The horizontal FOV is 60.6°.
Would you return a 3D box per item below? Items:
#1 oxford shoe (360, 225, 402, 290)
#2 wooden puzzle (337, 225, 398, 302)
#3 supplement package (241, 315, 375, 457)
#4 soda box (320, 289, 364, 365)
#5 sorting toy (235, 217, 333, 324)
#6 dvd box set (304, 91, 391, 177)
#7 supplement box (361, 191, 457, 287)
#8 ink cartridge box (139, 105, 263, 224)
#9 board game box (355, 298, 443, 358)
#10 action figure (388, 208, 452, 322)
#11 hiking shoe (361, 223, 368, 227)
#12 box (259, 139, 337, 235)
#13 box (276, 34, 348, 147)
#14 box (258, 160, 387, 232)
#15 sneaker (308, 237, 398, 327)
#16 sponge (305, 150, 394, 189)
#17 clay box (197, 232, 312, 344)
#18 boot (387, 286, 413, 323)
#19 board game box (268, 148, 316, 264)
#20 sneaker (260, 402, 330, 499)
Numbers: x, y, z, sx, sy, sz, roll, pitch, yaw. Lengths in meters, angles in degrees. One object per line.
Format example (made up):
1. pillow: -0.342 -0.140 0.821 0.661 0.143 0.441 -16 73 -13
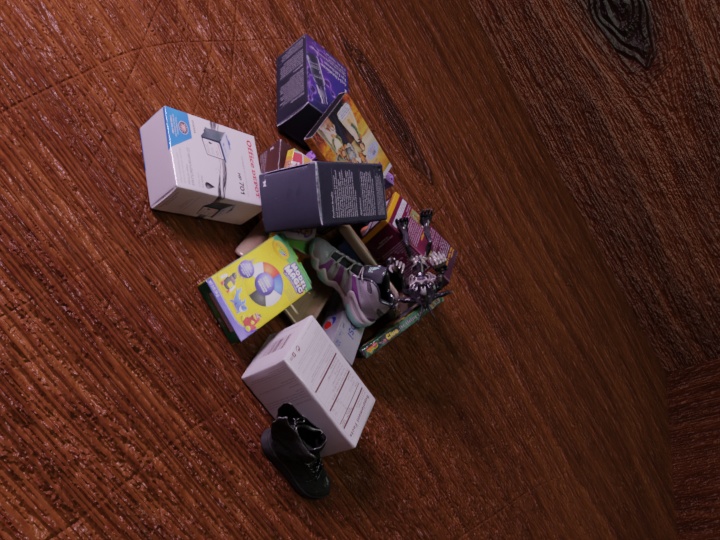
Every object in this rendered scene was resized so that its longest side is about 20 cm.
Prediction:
1. oxford shoe: 0.062 -0.030 1.423 0.200 0.069 0.074 45 36 -42
2. wooden puzzle: 0.010 -0.013 1.311 0.187 0.046 0.200 53 3 -3
3. supplement package: -0.085 0.204 1.058 0.202 0.115 0.118 54 35 -17
4. soda box: -0.032 0.103 1.239 0.069 0.062 0.203 48 38 -24
5. sorting toy: -0.138 -0.007 1.192 0.201 0.036 0.187 50 37 -15
6. dvd box set: -0.021 -0.249 1.314 0.148 0.029 0.202 -55 126 -27
7. supplement box: 0.108 -0.052 1.332 0.199 0.085 0.112 42 40 -14
8. ink cartridge box: -0.268 -0.174 1.065 0.197 0.084 0.151 6 65 -51
9. board game box: 0.073 0.113 1.251 0.197 0.105 0.024 -35 93 -16
10. action figure: 0.111 -0.010 1.190 0.102 0.115 0.207 45 36 -71
11. hiking shoe: 0.027 -0.129 1.434 0.198 0.074 0.088 35 24 -37
12. box: -0.119 -0.167 1.277 0.198 0.074 0.103 33 46 -42
13. box: -0.106 -0.392 1.389 0.146 0.102 0.206 24 51 -45
14. box: -0.065 -0.133 1.116 0.197 0.145 0.108 -11 96 -50
15. sneaker: 0.000 0.000 1.169 0.202 0.138 0.078 52 37 -13
16. sponge: -0.023 -0.229 1.411 0.198 0.110 0.031 30 48 -41
17. clay box: -0.169 0.022 1.064 0.199 0.047 0.117 -37 101 -36
18. boot: 0.114 0.043 1.393 0.199 0.062 0.194 -12 109 -68
19. board game box: -0.120 -0.120 1.186 0.094 0.029 0.207 27 68 -42
20. sneaker: -0.089 0.299 1.006 0.201 0.102 0.061 50 36 -21
